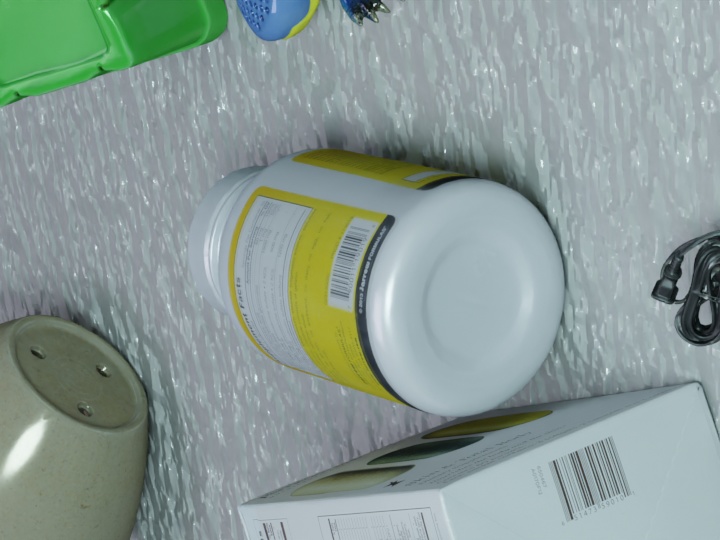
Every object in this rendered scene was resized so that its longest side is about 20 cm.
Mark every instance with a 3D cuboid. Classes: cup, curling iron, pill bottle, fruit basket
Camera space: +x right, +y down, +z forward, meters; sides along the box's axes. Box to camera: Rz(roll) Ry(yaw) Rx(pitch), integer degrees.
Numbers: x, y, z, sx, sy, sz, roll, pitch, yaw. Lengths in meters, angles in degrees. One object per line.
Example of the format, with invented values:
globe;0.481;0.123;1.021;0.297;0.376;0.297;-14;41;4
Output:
cup;-0.213;0.113;1.704;0.201;0.200;0.143;53;121;25
curling iron;0.167;0.073;1.184;0.049;0.026;0.201;-6;113;21
pill bottle;0.000;0.000;1.327;0.200;0.112;0.113;15;122;55
fruit basket;-0.169;-0.202;1.473;0.155;0.216;0.217;-15;99;21

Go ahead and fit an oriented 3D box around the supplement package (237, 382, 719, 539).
supplement package;0.068;0.152;1.274;0.200;0.151;0.151;-14;95;61

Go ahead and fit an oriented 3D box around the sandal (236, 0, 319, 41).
sandal;-0.088;-0.201;1.365;0.201;0.087;0.079;61;148;9

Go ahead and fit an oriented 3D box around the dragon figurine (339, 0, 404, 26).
dragon figurine;-0.014;-0.182;1.267;0.200;0.059;0.100;35;138;29
